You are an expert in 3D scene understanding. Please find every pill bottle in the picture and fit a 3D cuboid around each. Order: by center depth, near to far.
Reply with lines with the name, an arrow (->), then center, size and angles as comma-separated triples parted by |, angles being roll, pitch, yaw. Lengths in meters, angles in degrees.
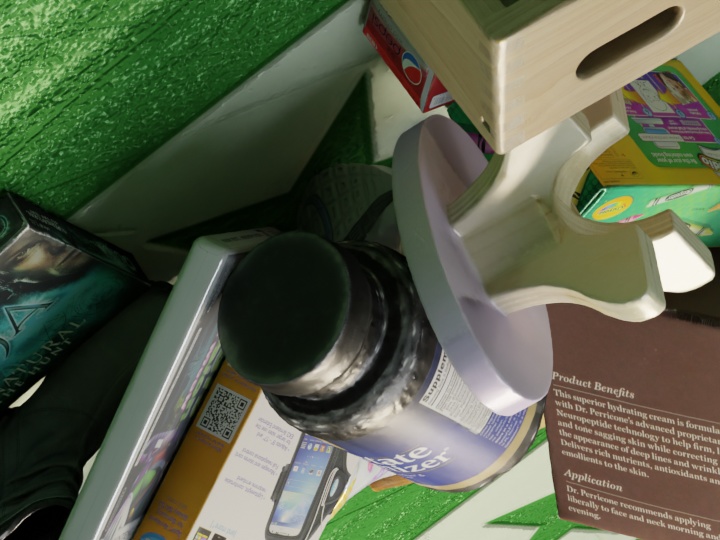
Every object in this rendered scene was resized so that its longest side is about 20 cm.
pill bottle -> 0.012, 0.048, 1.315 | 0.112, 0.112, 0.200 | -42, 144, 14

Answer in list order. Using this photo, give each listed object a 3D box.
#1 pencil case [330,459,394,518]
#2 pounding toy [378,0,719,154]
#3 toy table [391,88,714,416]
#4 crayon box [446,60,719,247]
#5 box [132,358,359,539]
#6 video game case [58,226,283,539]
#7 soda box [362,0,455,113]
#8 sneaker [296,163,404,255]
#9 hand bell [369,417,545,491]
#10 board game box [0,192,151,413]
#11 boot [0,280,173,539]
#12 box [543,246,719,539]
pencil case -> -0.002, 0.104, 1.560 | 0.083, 0.091, 0.200 | -23, 179, 26
pounding toy -> 0.117, -0.164, 1.200 | 0.200, 0.184, 0.142 | -29, 153, -12
toy table -> 0.099, -0.028, 1.296 | 0.117, 0.201, 0.184 | -29, 143, 22
crayon box -> 0.161, -0.074, 1.473 | 0.200, 0.119, 0.058 | -2, 138, -48
box -> -0.060, 0.122, 1.391 | 0.119, 0.041, 0.200 | 34, 84, -53
video game case -> -0.103, 0.071, 1.341 | 0.201, 0.023, 0.182 | -65, 172, 7
soda box -> 0.104, -0.159, 1.320 | 0.199, 0.070, 0.064 | -21, 151, -25
sneaker -> 0.000, 0.000, 1.437 | 0.087, 0.075, 0.200 | 3, 149, -16
hand bell -> 0.088, 0.112, 1.757 | 0.200, 0.104, 0.104 | -32, 156, 21
board game box -> -0.226, 0.046, 1.318 | 0.200, 0.028, 0.135 | -41, 154, 10
boot -> -0.164, 0.105, 1.358 | 0.070, 0.132, 0.200 | 39, 106, -22
box -> 0.229, 0.064, 1.600 | 0.164, 0.165, 0.201 | -44, 135, -43
